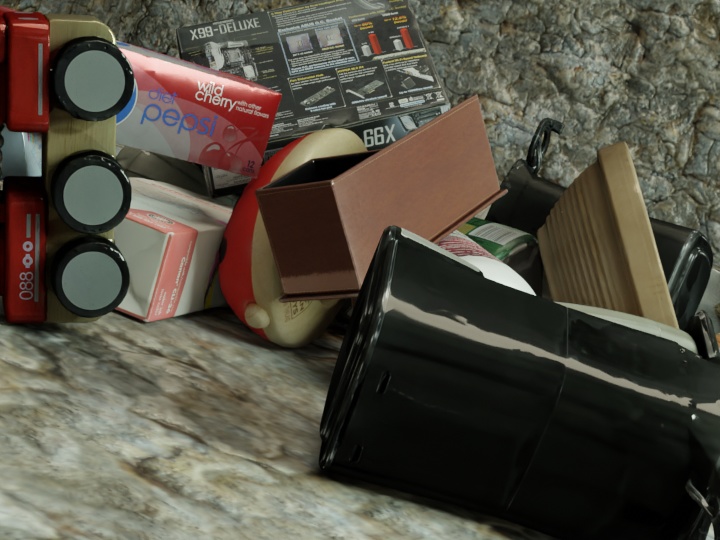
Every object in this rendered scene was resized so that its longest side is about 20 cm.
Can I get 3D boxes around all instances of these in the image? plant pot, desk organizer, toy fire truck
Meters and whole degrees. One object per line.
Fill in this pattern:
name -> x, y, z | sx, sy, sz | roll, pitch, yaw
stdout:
plant pot -> 0.202, 0.004, 1.208 | 0.092, 0.203, 0.201 | -16, 3, 11
desk organizer -> 0.018, -0.053, 1.010 | 0.071, 0.078, 0.200 | -4, 19, 36
toy fire truck -> -0.241, -0.064, 0.870 | 0.197, 0.178, 0.129 | -1, 14, -16

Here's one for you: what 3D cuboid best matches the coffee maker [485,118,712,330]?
coffee maker -> 0.224, -0.023, 1.388 | 0.198, 0.194, 0.134 | 20, 17, 26

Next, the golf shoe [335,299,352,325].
golf shoe -> 0.000, 0.000, 1.162 | 0.198, 0.096, 0.078 | 19, 5, -2

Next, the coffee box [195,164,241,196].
coffee box -> -0.068, -0.093, 1.254 | 0.198, 0.080, 0.113 | 17, -23, 19

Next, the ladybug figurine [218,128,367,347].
ladybug figurine -> -0.048, -0.026, 1.061 | 0.071, 0.137, 0.200 | 5, 34, 20

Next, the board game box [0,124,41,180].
board game box -> -0.302, -0.086, 1.048 | 0.197, 0.044, 0.199 | -2, 6, 6

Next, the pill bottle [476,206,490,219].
pill bottle -> 0.075, -0.048, 1.551 | 0.199, 0.114, 0.113 | 23, 10, 32

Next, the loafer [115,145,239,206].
loafer -> -0.125, -0.035, 1.236 | 0.199, 0.070, 0.070 | 32, -15, -12

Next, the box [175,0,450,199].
box -> -0.041, -0.148, 1.183 | 0.197, 0.050, 0.159 | -13, 48, -6

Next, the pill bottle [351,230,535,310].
pill bottle -> 0.063, 0.037, 1.005 | 0.108, 0.111, 0.200 | 15, 9, -14

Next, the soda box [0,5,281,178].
soda box -> -0.156, -0.119, 0.990 | 0.198, 0.064, 0.070 | 12, 10, -35

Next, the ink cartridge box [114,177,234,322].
ink cartridge box -> -0.149, -0.020, 1.072 | 0.115, 0.068, 0.200 | 20, 10, 17

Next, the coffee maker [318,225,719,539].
coffee maker -> 0.086, 0.070, 0.769 | 0.198, 0.136, 0.192 | 16, 9, -5

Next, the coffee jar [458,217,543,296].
coffee jar -> 0.063, -0.009, 1.301 | 0.085, 0.105, 0.199 | -26, 36, -38

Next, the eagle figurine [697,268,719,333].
eagle figurine -> 0.402, 0.053, 1.382 | 0.152, 0.150, 0.200 | 54, 5, -6
